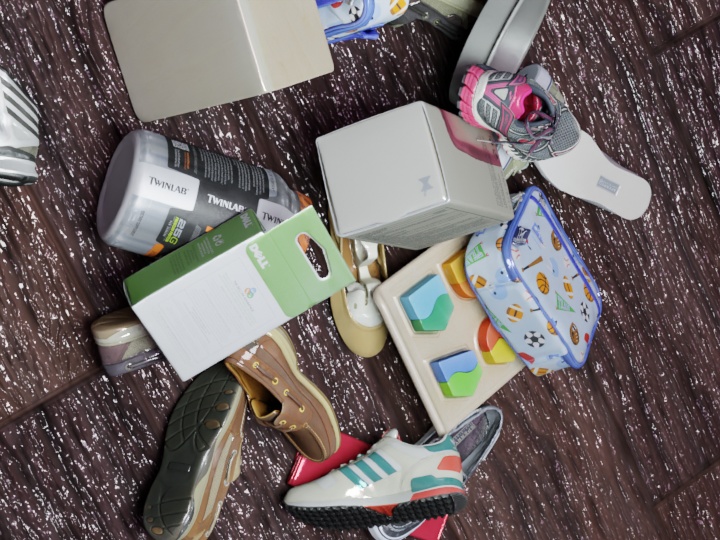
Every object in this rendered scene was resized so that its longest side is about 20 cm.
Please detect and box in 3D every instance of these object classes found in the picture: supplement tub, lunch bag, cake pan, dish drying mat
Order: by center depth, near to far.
[{"bbox_3d":[-0.041,-0.305,1.473,0.076,0.200,0.160,-18,98,-39],"label":"lunch bag"},{"bbox_3d":[-0.157,-0.060,1.482,0.200,0.123,0.123,16,86,-24],"label":"supplement tub"},{"bbox_3d":[0.154,-0.254,1.590,0.037,0.200,0.200,29,79,10],"label":"cake pan"},{"bbox_3d":[0.015,0.239,1.630,0.200,0.018,0.077,26,79,-22],"label":"dish drying mat"},{"bbox_3d":[0.199,0.006,1.640,0.200,0.076,0.160,58,38,-24],"label":"lunch bag"}]

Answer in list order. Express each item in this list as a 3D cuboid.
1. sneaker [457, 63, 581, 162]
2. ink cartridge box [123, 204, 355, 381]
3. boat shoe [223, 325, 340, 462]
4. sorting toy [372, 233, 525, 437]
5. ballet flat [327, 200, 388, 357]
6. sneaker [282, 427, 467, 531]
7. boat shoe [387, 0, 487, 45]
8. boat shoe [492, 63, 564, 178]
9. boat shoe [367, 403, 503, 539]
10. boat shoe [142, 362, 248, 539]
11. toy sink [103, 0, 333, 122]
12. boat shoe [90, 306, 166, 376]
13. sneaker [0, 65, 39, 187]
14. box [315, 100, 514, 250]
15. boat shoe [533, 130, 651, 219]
[{"bbox_3d":[0.180,-0.156,1.525,0.200,0.075,0.081,13,93,-54],"label":"sneaker"},{"bbox_3d":[-0.119,0.011,1.425,0.200,0.059,0.104,-30,121,-1],"label":"ink cartridge box"},{"bbox_3d":[-0.087,0.135,1.515,0.068,0.072,0.200,-54,132,-33],"label":"boat shoe"},{"bbox_3d":[0.114,0.060,1.620,0.200,0.036,0.185,-38,108,-40],"label":"sorting toy"},{"bbox_3d":[0.000,0.000,1.588,0.069,0.063,0.200,-12,97,-22],"label":"ballet flat"},{"bbox_3d":[0.016,0.223,1.572,0.200,0.070,0.093,-8,58,12],"label":"sneaker"},{"bbox_3d":[0.048,-0.297,1.592,0.201,0.072,0.066,14,106,-22],"label":"boat shoe"},{"bbox_3d":[0.172,-0.143,1.657,0.062,0.072,0.200,39,75,-24],"label":"boat shoe"},{"bbox_3d":[0.087,0.224,1.617,0.200,0.068,0.072,-43,104,-24],"label":"boat shoe"},{"bbox_3d":[-0.163,0.196,1.524,0.074,0.076,0.200,42,64,-49],"label":"boat shoe"},{"bbox_3d":[-0.142,-0.236,1.465,0.112,0.200,0.130,-26,103,-45],"label":"toy sink"},{"bbox_3d":[-0.180,0.060,1.509,0.200,0.072,0.065,-15,113,-27],"label":"boat shoe"},{"bbox_3d":[-0.407,-0.151,1.402,0.200,0.076,0.115,8,80,-32],"label":"sneaker"},{"bbox_3d":[0.060,-0.094,1.514,0.200,0.128,0.109,8,66,-65],"label":"box"},{"bbox_3d":[0.255,-0.121,1.681,0.200,0.069,0.072,19,96,-37],"label":"boat shoe"}]
